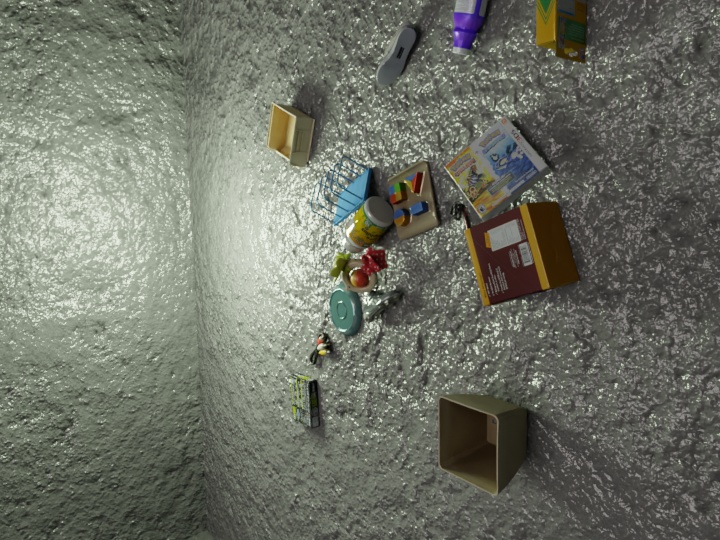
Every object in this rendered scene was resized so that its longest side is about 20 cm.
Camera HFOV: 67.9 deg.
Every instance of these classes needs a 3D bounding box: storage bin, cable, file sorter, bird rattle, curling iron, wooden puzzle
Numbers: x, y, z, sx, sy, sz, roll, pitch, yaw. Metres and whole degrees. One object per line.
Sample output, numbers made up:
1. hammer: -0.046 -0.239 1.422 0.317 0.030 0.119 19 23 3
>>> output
1. storage bin: -0.283 -0.539 2.131 0.199 0.092 0.203 39 125 42
2. cable: -0.178 0.319 2.174 0.200 0.050 0.099 -41 63 46
3. file sorter: -0.071 -0.273 1.833 0.199 0.121 0.142 -32 41 49
4. bird rattle: 0.000 0.000 1.805 0.114 0.195 0.166 -80 -18 -53
5. curling iron: 0.299 -0.096 1.494 0.049 0.026 0.204 -21 81 14
6. wooden puzzle: 0.153 -0.213 1.653 0.184 0.046 0.205 -20 80 52

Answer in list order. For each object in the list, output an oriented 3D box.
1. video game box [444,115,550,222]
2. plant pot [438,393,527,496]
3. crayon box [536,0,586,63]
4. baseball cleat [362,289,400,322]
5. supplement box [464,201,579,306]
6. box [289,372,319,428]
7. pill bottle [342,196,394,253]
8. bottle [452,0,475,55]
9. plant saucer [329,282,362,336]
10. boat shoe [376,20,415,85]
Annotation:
1. video game box: 0.337 -0.253 1.334 0.199 0.047 0.184 -39 60 15
2. plant pot: 0.336 0.433 1.416 0.198 0.174 0.206 7 101 51
3. crayon box: 0.436 -0.556 1.158 0.051 0.124 0.205 6 101 51
4. baseball cleat: 0.058 0.096 1.814 0.200 0.069 0.108 -43 56 43
5. supplement box: 0.388 -0.037 1.304 0.199 0.131 0.202 -23 78 51
6. box: -0.241 0.558 2.304 0.159 0.044 0.206 4 99 53
7. pill bottle: 0.019 -0.144 1.787 0.200 0.111 0.115 -45 61 45
8. bottle: 0.284 -0.670 1.387 0.083 0.064 0.205 32 121 45
9. plant saucer: -0.064 0.149 2.017 0.198 0.027 0.206 11 104 51
10. boat shoe: 0.106 -0.664 1.633 0.201 0.069 0.071 121 155 -44
